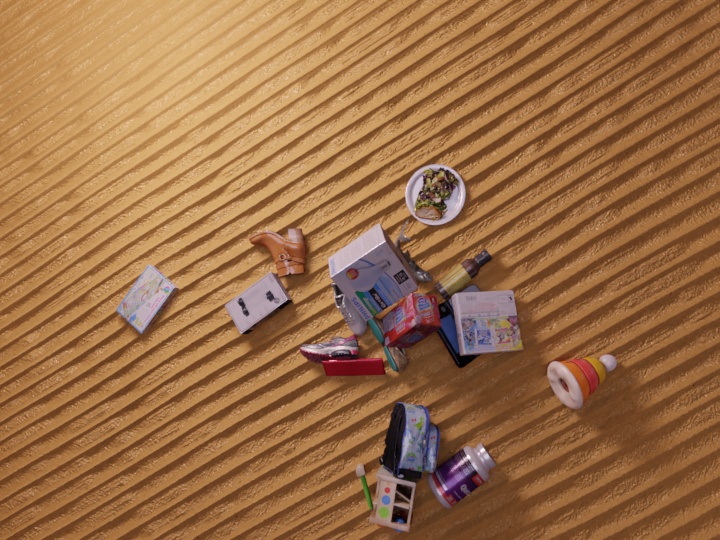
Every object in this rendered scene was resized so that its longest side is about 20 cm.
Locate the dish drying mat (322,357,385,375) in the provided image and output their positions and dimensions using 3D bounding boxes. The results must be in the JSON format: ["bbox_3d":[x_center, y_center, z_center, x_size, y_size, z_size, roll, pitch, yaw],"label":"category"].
[{"bbox_3d":[-0.021,0.310,1.754,0.196,0.078,0.018,-3,43,10],"label":"dish drying mat"}]

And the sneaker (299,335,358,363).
[{"bbox_3d":[-0.101,0.255,1.774,0.196,0.081,0.076,-2,56,9],"label":"sneaker"}]

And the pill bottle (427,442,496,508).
[{"bbox_3d":[0.305,0.608,1.632,0.199,0.112,0.113,-38,79,5],"label":"pill bottle"}]

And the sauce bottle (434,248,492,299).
[{"bbox_3d":[0.327,0.010,1.721,0.199,0.065,0.065,-37,79,5],"label":"sauce bottle"}]

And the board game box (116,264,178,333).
[{"bbox_3d":[-0.753,0.101,1.925,0.134,0.034,0.201,37,91,12],"label":"board game box"}]

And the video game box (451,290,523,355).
[{"bbox_3d":[0.385,0.158,1.657,0.196,0.047,0.186,-2,73,-14],"label":"video game box"}]

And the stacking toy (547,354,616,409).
[{"bbox_3d":[0.670,0.304,1.613,0.197,0.146,0.148,-23,79,-13],"label":"stacking toy"}]

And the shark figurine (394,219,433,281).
[{"bbox_3d":[0.144,-0.054,1.744,0.126,0.090,0.216,-9,126,30],"label":"shark figurine"}]

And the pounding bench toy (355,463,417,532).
[{"bbox_3d":[0.068,0.689,1.661,0.196,0.124,0.159,9,86,11],"label":"pounding bench toy"}]

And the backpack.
[{"bbox_3d":[0.154,0.506,1.643,0.144,0.183,0.204,10,81,-12],"label":"backpack"}]

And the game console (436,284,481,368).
[{"bbox_3d":[0.327,0.168,1.677,0.118,0.171,0.202,-39,76,37],"label":"game console"}]

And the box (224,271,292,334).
[{"bbox_3d":[-0.343,0.110,1.836,0.199,0.060,0.117,-37,79,4],"label":"box"}]

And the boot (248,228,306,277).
[{"bbox_3d":[-0.280,-0.055,1.845,0.196,0.077,0.159,-4,87,2],"label":"boot"}]

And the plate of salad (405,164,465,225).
[{"bbox_3d":[0.243,-0.250,1.775,0.196,0.048,0.204,-1,83,11],"label":"plate of salad"}]

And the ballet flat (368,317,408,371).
[{"bbox_3d":[0.093,0.225,1.749,0.064,0.071,0.203,-24,82,-20],"label":"ballet flat"}]

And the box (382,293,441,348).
[{"bbox_3d":[0.152,0.156,1.654,0.094,0.200,0.101,6,61,-24],"label":"box"}]

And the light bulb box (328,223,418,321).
[{"bbox_3d":[0.036,0.007,1.647,0.198,0.125,0.199,-33,117,12],"label":"light bulb box"}]

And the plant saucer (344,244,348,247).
[{"bbox_3d":[0.000,0.000,1.791,0.196,0.050,0.205,-1,84,10],"label":"plant saucer"}]

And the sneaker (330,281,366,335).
[{"bbox_3d":[-0.043,0.119,1.749,0.075,0.080,0.203,-18,95,31],"label":"sneaker"}]
